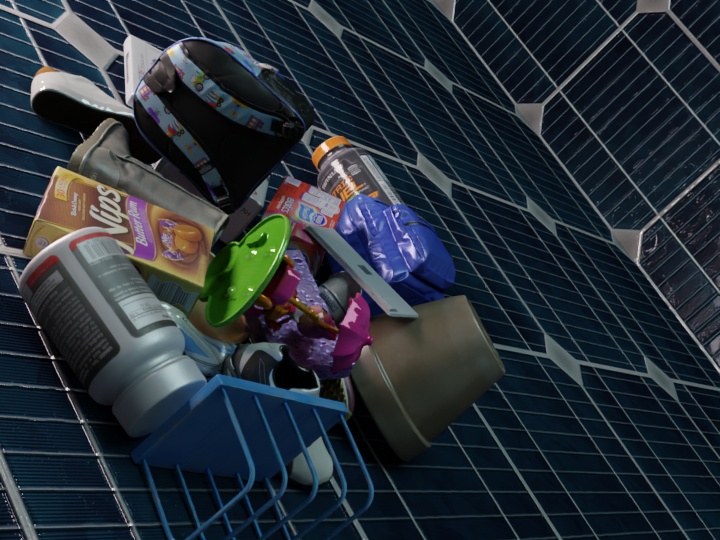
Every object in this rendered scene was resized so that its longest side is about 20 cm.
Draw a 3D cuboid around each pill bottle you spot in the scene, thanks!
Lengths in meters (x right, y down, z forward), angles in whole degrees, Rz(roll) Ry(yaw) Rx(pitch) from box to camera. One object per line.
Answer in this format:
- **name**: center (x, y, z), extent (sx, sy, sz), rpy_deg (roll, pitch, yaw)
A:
- **pill bottle**: center (-0.253, 0.065, 1.330), extent (0.200, 0.114, 0.114), rpy_deg (52, 22, 15)
- **pill bottle**: center (-0.003, -0.131, 2.161), extent (0.106, 0.106, 0.200), rpy_deg (10, 41, -57)

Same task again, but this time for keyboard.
- **keyboard**: center (0.000, 0.000, 1.693), extent (0.056, 0.011, 0.200), rpy_deg (12, 27, -49)

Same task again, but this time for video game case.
- **video game case**: center (-0.238, -0.239, 1.809), extent (0.199, 0.024, 0.182), rpy_deg (26, 26, -26)

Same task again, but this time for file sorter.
- **file sorter**: center (-0.103, 0.210, 1.324), extent (0.199, 0.139, 0.123), rpy_deg (19, 37, -49)

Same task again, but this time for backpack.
- **backpack**: center (0.039, -0.019, 1.960), extent (0.162, 0.168, 0.201), rpy_deg (38, 17, -51)
- **backpack**: center (-0.180, -0.202, 1.651), extent (0.200, 0.183, 0.135), rpy_deg (41, 23, -8)

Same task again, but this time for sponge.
- **sponge**: center (-0.092, 0.054, 1.622), extent (0.111, 0.030, 0.201), rpy_deg (1, 45, -34)

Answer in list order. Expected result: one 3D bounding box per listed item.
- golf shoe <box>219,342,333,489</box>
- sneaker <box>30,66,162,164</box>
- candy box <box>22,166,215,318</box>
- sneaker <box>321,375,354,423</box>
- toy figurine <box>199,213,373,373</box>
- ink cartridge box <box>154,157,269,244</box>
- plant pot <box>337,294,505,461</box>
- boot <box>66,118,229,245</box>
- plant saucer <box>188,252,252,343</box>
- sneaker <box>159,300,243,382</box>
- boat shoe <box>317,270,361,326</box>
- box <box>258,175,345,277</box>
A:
- **golf shoe**: center (-0.074, 0.166, 1.460), extent (0.201, 0.094, 0.078), rpy_deg (56, 36, -23)
- **sneaker**: center (-0.343, -0.213, 1.716), extent (0.199, 0.073, 0.085), rpy_deg (29, 29, -34)
- **candy box**: center (-0.271, -0.033, 1.471), extent (0.199, 0.057, 0.117), rpy_deg (21, 33, -13)
- **sneaker**: center (-0.048, 0.112, 1.684), extent (0.090, 0.075, 0.201), rpy_deg (10, 42, -51)
- **toy figurine**: center (-0.076, 0.048, 1.524), extent (0.184, 0.151, 0.200), rpy_deg (36, -19, -23)
- **ink cartridge box**: center (-0.207, -0.147, 1.834), extent (0.146, 0.086, 0.200), rpy_deg (38, 24, -16)
- **plant pot**: center (0.088, 0.122, 1.704), extent (0.201, 0.173, 0.200), rpy_deg (60, 6, -11)
- **boot**: center (-0.254, -0.105, 1.618), extent (0.199, 0.073, 0.182), rpy_deg (22, 28, -3)
- **plant saucer**: center (-0.218, 0.022, 1.580), extent (0.200, 0.035, 0.201), rpy_deg (39, 22, -19)
- **sneaker**: center (-0.185, 0.103, 1.473), extent (0.200, 0.072, 0.073), rpy_deg (35, 55, -41)
- **boat shoe**: center (-0.027, 0.035, 1.767), extent (0.071, 0.070, 0.200), rpy_deg (50, -7, 6)
- **box**: center (-0.094, -0.046, 1.820), extent (0.099, 0.096, 0.200), rpy_deg (23, 23, -2)
